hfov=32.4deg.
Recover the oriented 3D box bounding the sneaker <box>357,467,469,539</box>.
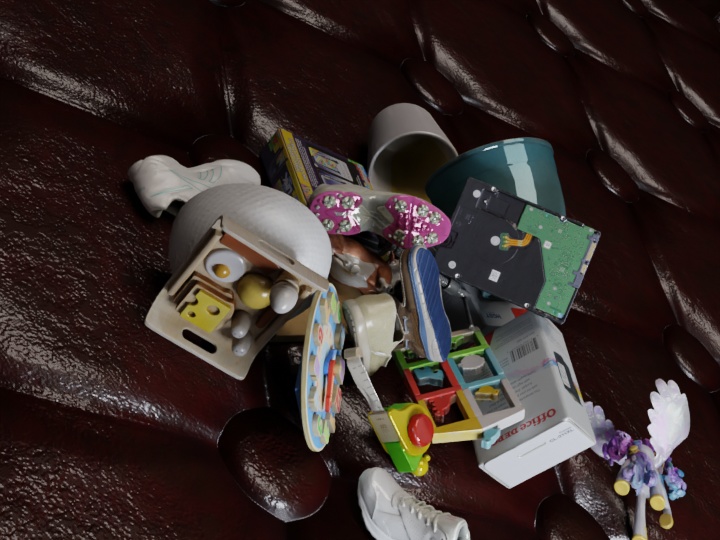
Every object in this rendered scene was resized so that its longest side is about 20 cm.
[{"bbox_3d":[0.080,0.303,1.454,0.200,0.099,0.078,50,33,11],"label":"sneaker"}]

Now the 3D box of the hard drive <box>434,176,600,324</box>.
[{"bbox_3d":[0.214,-0.027,1.706,0.199,0.140,0.038,22,-3,7],"label":"hard drive"}]

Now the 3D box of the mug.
[{"bbox_3d":[0.074,-0.178,2.007,0.148,0.188,0.154,-3,35,-7],"label":"mug"}]

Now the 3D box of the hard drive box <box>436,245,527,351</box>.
[{"bbox_3d":[0.180,0.032,1.900,0.155,0.077,0.201,6,47,-43],"label":"hard drive box"}]

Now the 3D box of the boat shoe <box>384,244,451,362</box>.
[{"bbox_3d":[0.067,0.047,1.623,0.072,0.201,0.072,4,44,20],"label":"boat shoe"}]

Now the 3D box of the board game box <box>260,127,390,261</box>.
[{"bbox_3d":[-0.048,-0.104,1.805,0.165,0.057,0.201,21,31,-32],"label":"board game box"}]

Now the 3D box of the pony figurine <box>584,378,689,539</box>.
[{"bbox_3d":[0.413,0.281,1.823,0.200,0.166,0.194,-63,135,-60],"label":"pony figurine"}]

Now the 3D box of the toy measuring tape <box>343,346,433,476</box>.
[{"bbox_3d":[0.042,0.170,1.559,0.201,0.073,0.074,64,28,-17],"label":"toy measuring tape"}]

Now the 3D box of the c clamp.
[{"bbox_3d":[0.083,-0.021,1.758,0.200,0.027,0.171,35,24,-22],"label":"c clamp"}]

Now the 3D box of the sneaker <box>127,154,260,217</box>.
[{"bbox_3d":[-0.214,-0.102,1.645,0.199,0.070,0.081,-3,63,-41],"label":"sneaker"}]

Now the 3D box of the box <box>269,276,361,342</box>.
[{"bbox_3d":[-0.078,0.026,1.676,0.199,0.021,0.164,2,51,-47],"label":"box"}]

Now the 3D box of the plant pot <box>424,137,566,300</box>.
[{"bbox_3d":[0.215,-0.064,1.817,0.199,0.200,0.189,3,65,-45],"label":"plant pot"}]

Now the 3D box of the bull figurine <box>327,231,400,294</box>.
[{"bbox_3d":[0.000,0.000,1.698,0.199,0.065,0.122,24,21,-28],"label":"bull figurine"}]

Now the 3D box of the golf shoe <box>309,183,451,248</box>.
[{"bbox_3d":[0.025,-0.083,1.683,0.199,0.076,0.092,12,19,-14],"label":"golf shoe"}]

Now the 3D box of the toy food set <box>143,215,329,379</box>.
[{"bbox_3d":[-0.145,0.038,1.423,0.143,0.200,0.061,31,39,-16],"label":"toy food set"}]

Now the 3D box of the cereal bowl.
[{"bbox_3d":[-0.136,-0.003,1.486,0.199,0.200,0.084,30,38,-19],"label":"cereal bowl"}]

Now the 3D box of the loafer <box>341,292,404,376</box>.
[{"bbox_3d":[0.021,0.083,1.589,0.200,0.068,0.076,79,-8,-72],"label":"loafer"}]

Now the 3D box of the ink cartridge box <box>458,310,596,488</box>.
[{"bbox_3d":[0.222,0.176,1.703,0.083,0.145,0.201,40,28,-39],"label":"ink cartridge box"}]

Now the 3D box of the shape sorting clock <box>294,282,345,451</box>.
[{"bbox_3d":[-0.043,0.115,1.480,0.039,0.201,0.200,5,35,7],"label":"shape sorting clock"}]

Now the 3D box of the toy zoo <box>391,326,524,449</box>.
[{"bbox_3d":[0.133,0.160,1.657,0.130,0.021,0.200,-12,42,-11],"label":"toy zoo"}]
